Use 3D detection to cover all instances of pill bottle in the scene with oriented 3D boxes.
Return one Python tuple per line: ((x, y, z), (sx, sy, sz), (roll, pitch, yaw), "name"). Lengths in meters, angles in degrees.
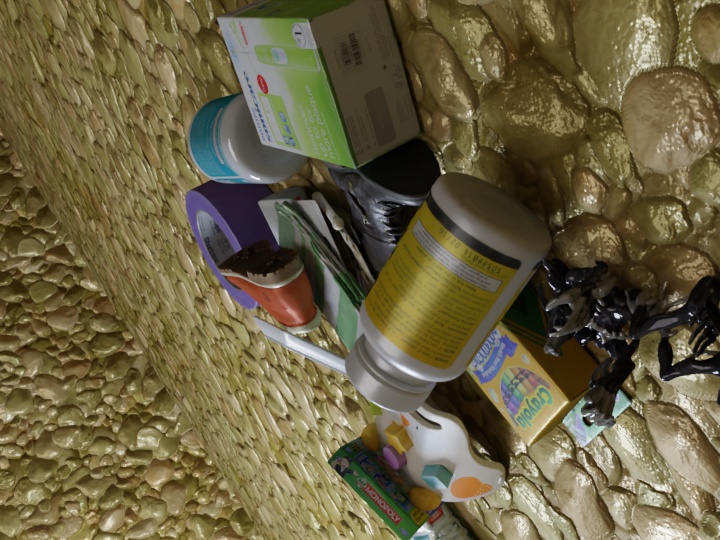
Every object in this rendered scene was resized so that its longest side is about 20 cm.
((-0.146, -0.163, 1.089), (0.200, 0.111, 0.111), (11, 127, 60), "pill bottle")
((0.067, 0.025, 0.764), (0.111, 0.111, 0.200), (46, 118, 30), "pill bottle")

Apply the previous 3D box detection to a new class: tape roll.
((-0.175, -0.048, 1.321), (0.200, 0.085, 0.200), (45, 152, 32), "tape roll")

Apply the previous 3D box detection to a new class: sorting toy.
((0.070, 0.175, 1.036), (0.200, 0.107, 0.180), (46, 159, 29), "sorting toy")

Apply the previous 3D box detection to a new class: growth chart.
((0.000, 0.000, 1.058), (0.200, 0.018, 0.145), (62, 176, -16), "growth chart")

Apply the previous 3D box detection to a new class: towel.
((-0.043, 0.022, 1.080), (0.200, 0.023, 0.153), (50, 158, 25), "towel")

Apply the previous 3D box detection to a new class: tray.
((-0.047, 0.116, 1.185), (0.200, 0.022, 0.107), (28, 173, -29), "tray")

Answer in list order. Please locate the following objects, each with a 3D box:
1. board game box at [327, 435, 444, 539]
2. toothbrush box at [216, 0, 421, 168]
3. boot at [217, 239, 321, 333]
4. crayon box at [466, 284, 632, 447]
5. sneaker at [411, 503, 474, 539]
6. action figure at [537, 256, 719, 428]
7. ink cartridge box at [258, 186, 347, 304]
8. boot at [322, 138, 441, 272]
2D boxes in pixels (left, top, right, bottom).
((0.046, 0.266, 1.139), (0.135, 0.029, 0.200), (43, -168, 14), "board game box")
((-0.045, -0.195, 0.876), (0.200, 0.086, 0.146), (26, 140, 55), "toothbrush box")
((-0.117, 0.023, 1.139), (0.200, 0.075, 0.107), (22, 143, 61), "boot")
((0.153, 0.083, 0.847), (0.200, 0.052, 0.126), (51, 156, 19), "crayon box")
((0.114, 0.375, 1.249), (0.200, 0.070, 0.093), (40, 156, 45), "sneaker")
((0.190, 0.049, 0.668), (0.119, 0.102, 0.200), (55, 158, -19), "action figure")
((-0.047, -0.026, 1.124), (0.200, 0.057, 0.163), (3, 121, 61), "ink cartridge box")
((0.038, -0.053, 0.920), (0.200, 0.069, 0.174), (34, 151, 53), "boot")
